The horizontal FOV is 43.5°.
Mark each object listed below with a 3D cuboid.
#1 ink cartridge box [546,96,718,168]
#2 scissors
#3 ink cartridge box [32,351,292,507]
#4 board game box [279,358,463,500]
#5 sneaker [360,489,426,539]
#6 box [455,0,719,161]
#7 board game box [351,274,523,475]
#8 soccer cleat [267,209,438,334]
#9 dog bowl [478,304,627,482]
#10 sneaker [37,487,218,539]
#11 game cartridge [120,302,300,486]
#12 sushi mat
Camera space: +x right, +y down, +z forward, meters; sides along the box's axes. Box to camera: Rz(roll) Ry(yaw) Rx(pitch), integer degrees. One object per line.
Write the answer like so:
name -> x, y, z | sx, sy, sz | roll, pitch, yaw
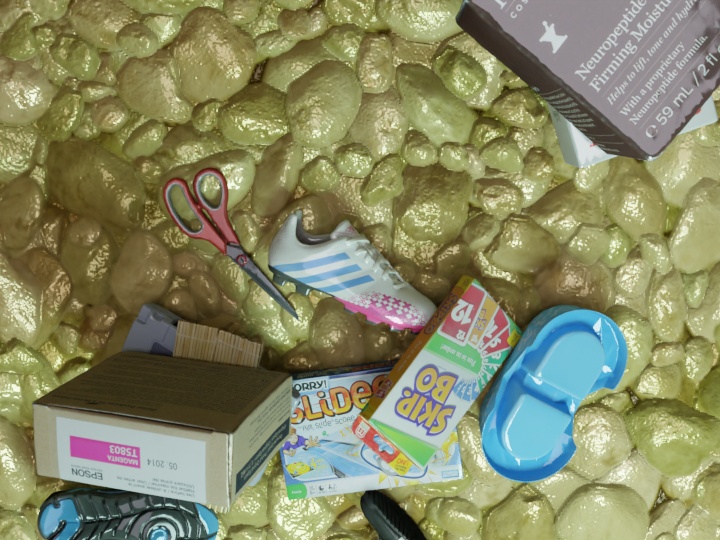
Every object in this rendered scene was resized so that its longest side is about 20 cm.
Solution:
ink cartridge box -> 0.249, -0.219, 0.886 | 0.144, 0.083, 0.203 | -18, 99, 6
scissors -> -0.141, -0.018, 0.980 | 0.072, 0.014, 0.202 | -28, 99, 5
ink cartridge box -> -0.182, 0.144, 0.864 | 0.197, 0.165, 0.076 | 6, 104, 15
board game box -> 0.007, 0.171, 0.994 | 0.197, 0.034, 0.138 | -9, 99, 5
sneaker -> 0.047, 0.339, 1.004 | 0.088, 0.074, 0.201 | -36, 97, 7
box -> 0.207, -0.219, 0.761 | 0.199, 0.164, 0.167 | 39, 100, -3
board game box -> 0.081, 0.113, 0.936 | 0.096, 0.030, 0.201 | 44, 80, -28
soccer cleat -> 0.000, 0.000, 0.945 | 0.197, 0.070, 0.088 | 21, 101, -1
dog bowl -> 0.198, 0.126, 0.960 | 0.110, 0.050, 0.202 | 26, 101, -16
sneaker -> -0.257, 0.272, 1.013 | 0.197, 0.082, 0.074 | 14, 86, -19
game cartridge -> -0.175, 0.140, 0.979 | 0.198, 0.041, 0.134 | 30, 104, 7
sushi mat -> -0.164, 0.155, 0.955 | 0.094, 0.012, 0.203 | 16, 105, 13
